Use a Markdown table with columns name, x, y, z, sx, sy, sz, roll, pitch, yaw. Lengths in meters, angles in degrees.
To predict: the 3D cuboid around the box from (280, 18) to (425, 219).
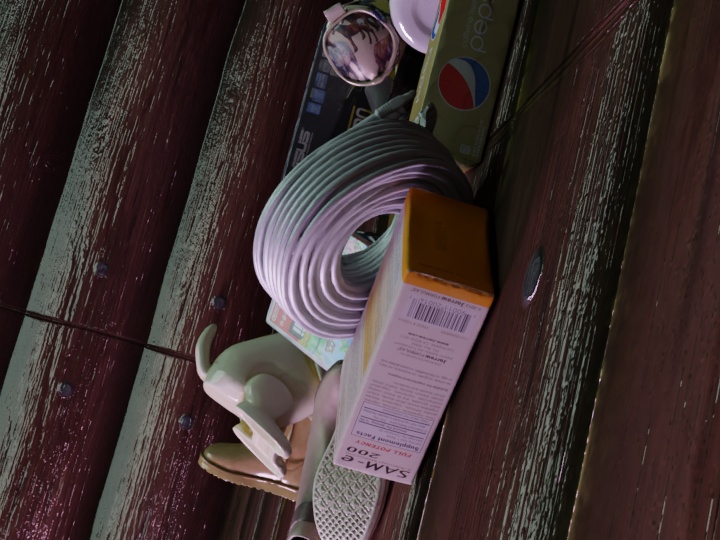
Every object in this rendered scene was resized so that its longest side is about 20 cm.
| name | x | y | z | sx | sy | sz | roll | pitch | yaw |
| --- | --- | --- | --- | --- | --- | --- | --- | --- | --- |
| box | 0.007 | -0.174 | 1.396 | 0.049 | 0.160 | 0.202 | 141 | 145 | -78 |

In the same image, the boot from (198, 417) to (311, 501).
| name | x | y | z | sx | sy | sz | roll | pitch | yaw |
| --- | --- | --- | --- | --- | --- | --- | --- | --- | --- |
| boot | -0.101 | 0.174 | 1.502 | 0.066 | 0.173 | 0.202 | -17 | -59 | -80 |

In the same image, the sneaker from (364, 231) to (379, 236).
| name | x | y | z | sx | sy | sz | roll | pitch | yaw |
| --- | --- | --- | --- | --- | --- | --- | --- | --- | --- |
| sneaker | -0.019 | 0.029 | 1.524 | 0.080 | 0.071 | 0.201 | -76 | 10 | -64 |

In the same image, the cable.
| name | x | y | z | sx | sy | sz | roll | pitch | yaw |
| --- | --- | --- | --- | --- | --- | --- | --- | --- | --- |
| cable | 0.006 | -0.032 | 1.022 | 0.069 | 0.199 | 0.201 | 48 | 164 | 38 |

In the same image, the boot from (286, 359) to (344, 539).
| name | x | y | z | sx | sy | sz | roll | pitch | yaw |
| --- | --- | --- | --- | --- | --- | --- | --- | --- | --- |
| boot | -0.033 | 0.207 | 1.164 | 0.147 | 0.069 | 0.202 | -64 | -20 | -48 |

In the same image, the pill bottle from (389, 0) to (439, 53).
| name | x | y | z | sx | sy | sz | roll | pitch | yaw |
| --- | --- | --- | --- | --- | --- | --- | --- | --- | --- |
| pill bottle | 0.089 | -0.317 | 1.259 | 0.201 | 0.111 | 0.113 | -84 | 12 | -53 |

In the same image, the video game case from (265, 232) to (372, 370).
| name | x | y | z | sx | sy | sz | roll | pitch | yaw |
| --- | --- | --- | --- | --- | --- | --- | --- | --- | --- |
| video game case | -0.019 | 0.033 | 1.240 | 0.199 | 0.017 | 0.144 | 34 | 112 | 43 |

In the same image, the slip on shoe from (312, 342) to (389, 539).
| name | x | y | z | sx | sy | sz | roll | pitch | yaw |
| --- | --- | --- | --- | --- | --- | --- | --- | --- | --- |
| slip on shoe | 0.005 | 0.162 | 1.107 | 0.061 | 0.073 | 0.202 | 18 | -100 | -63 |

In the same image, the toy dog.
| name | x | y | z | sx | sy | sz | roll | pitch | yaw |
| --- | --- | --- | --- | --- | --- | --- | --- | --- | --- |
| toy dog | -0.071 | 0.108 | 1.371 | 0.200 | 0.194 | 0.140 | -42 | -20 | -20 |

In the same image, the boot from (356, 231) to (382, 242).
| name | x | y | z | sx | sy | sz | roll | pitch | yaw |
| --- | --- | --- | --- | --- | --- | --- | --- | --- | --- |
| boot | 0.000 | 0.000 | 1.336 | 0.200 | 0.089 | 0.073 | -116 | 43 | -76 |

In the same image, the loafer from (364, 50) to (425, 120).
| name | x | y | z | sx | sy | sz | roll | pitch | yaw |
| --- | --- | --- | --- | --- | --- | --- | --- | --- | --- |
| loafer | 0.033 | -0.176 | 1.297 | 0.200 | 0.072 | 0.073 | -51 | -8 | -50 |

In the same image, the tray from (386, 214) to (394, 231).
| name | x | y | z | sx | sy | sz | roll | pitch | yaw |
| --- | --- | --- | --- | --- | --- | --- | --- | --- | --- |
| tray | 0.073 | -0.119 | 1.262 | 0.201 | 0.037 | 0.099 | 113 | 170 | -52 |

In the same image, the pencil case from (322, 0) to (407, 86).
| name | x | y | z | sx | sy | sz | roll | pitch | yaw |
| --- | --- | --- | --- | --- | --- | --- | --- | --- | --- |
| pencil case | 0.014 | -0.266 | 1.293 | 0.200 | 0.077 | 0.090 | -66 | -44 | -65 |

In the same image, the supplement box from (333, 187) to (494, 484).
| name | x | y | z | sx | sy | sz | roll | pitch | yaw |
| --- | --- | --- | --- | --- | --- | --- | --- | --- | --- |
| supplement box | 0.041 | 0.054 | 0.967 | 0.127 | 0.073 | 0.201 | -85 | 13 | -56 |

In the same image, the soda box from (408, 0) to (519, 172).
| name | x | y | z | sx | sy | sz | roll | pitch | yaw |
| --- | --- | --- | --- | --- | --- | --- | --- | --- | --- |
| soda box | 0.097 | -0.199 | 1.109 | 0.064 | 0.067 | 0.202 | 150 | 135 | -81 |
